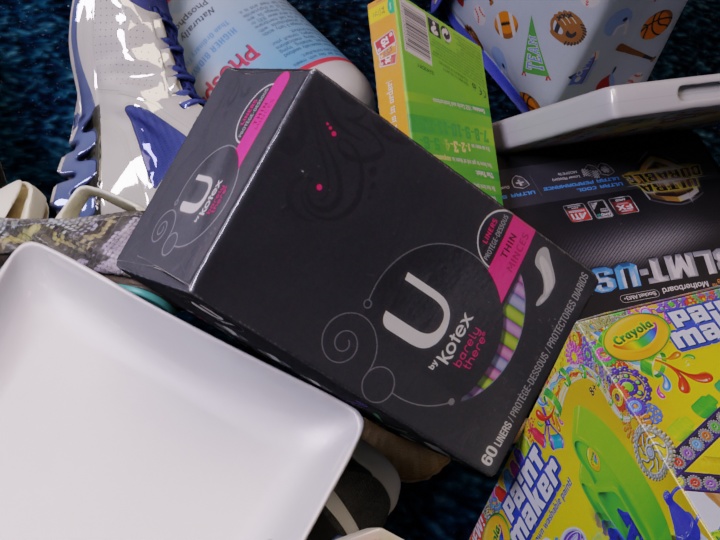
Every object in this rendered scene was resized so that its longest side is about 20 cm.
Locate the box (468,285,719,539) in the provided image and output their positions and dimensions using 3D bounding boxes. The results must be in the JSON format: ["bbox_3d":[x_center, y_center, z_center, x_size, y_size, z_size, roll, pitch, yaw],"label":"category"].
[{"bbox_3d":[0.170,0.147,0.800,0.121,0.201,0.193,-11,53,-25],"label":"box"}]

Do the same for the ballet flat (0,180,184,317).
[{"bbox_3d":[-0.173,-0.014,0.885,0.199,0.072,0.072,4,41,26],"label":"ballet flat"}]

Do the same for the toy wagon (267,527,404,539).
[{"bbox_3d":[-0.007,0.223,0.729,0.155,0.040,0.201,29,71,-12],"label":"toy wagon"}]

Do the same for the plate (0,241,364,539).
[{"bbox_3d":[-0.127,0.112,0.778,0.199,0.032,0.201,27,65,1],"label":"plate"}]

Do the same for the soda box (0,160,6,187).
[{"bbox_3d":[-0.302,-0.050,0.879,0.199,0.064,0.071,-22,36,-16],"label":"soda box"}]

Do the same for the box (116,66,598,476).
[{"bbox_3d":[0.000,0.000,0.812,0.199,0.106,0.123,32,81,-28],"label":"box"}]

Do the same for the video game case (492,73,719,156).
[{"bbox_3d":[0.186,-0.102,1.048,0.181,0.200,0.023,-9,90,-24],"label":"video game case"}]

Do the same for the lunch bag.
[{"bbox_3d":[0.132,-0.231,1.148,0.123,0.171,0.201,-12,55,-32],"label":"lunch bag"}]

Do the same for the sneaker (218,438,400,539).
[{"bbox_3d":[-0.085,0.106,0.844,0.199,0.073,0.112,27,48,7],"label":"sneaker"}]

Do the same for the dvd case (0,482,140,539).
[{"bbox_3d":[-0.204,0.168,0.767,0.198,0.016,0.150,13,62,-5],"label":"dvd case"}]

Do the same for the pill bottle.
[{"bbox_3d":[-0.062,-0.111,1.020,0.108,0.109,0.200,-28,61,-35],"label":"pill bottle"}]

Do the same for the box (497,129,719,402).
[{"bbox_3d":[0.174,0.004,1.035,0.199,0.050,0.199,-8,51,-23],"label":"box"}]

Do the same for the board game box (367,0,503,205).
[{"bbox_3d":[0.051,-0.063,0.973,0.095,0.030,0.201,23,51,-47],"label":"board game box"}]

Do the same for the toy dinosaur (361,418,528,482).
[{"bbox_3d":[0.040,0.076,0.936,0.198,0.058,0.102,4,63,-5],"label":"toy dinosaur"}]

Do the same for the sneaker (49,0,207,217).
[{"bbox_3d":[-0.111,-0.091,0.950,0.114,0.081,0.201,2,80,11],"label":"sneaker"}]
